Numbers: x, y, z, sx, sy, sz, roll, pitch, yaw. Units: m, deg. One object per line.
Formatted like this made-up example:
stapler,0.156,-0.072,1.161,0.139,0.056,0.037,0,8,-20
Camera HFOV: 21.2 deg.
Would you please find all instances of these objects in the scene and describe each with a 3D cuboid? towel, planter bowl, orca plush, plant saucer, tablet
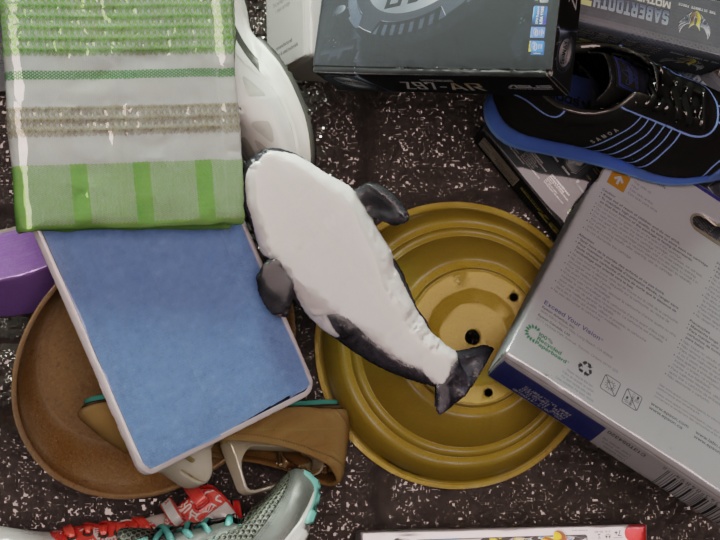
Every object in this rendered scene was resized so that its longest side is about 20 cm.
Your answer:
towel,-0.147,-0.124,1.181,0.148,0.031,0.201,-2,86,-20
planter bowl,0.070,0.047,1.302,0.199,0.083,0.202,1,84,-5
orca plush,0.000,0.000,1.237,0.199,0.071,0.106,33,91,-7
plant saucer,-0.139,0.055,1.264,0.199,0.035,0.201,-14,121,-24
tablet,-0.121,0.012,1.198,0.130,0.014,0.201,-25,96,-23

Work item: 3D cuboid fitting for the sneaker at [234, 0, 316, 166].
sneaker,-0.114,-0.123,1.246,0.115,0.076,0.201,-22,84,-32

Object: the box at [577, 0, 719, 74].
box,0.164,-0.230,1.286,0.199,0.051,0.159,10,80,-17

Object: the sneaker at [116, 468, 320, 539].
sneaker,-0.112,0.188,1.212,0.200,0.078,0.091,-43,95,-7

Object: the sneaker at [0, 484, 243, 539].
sneaker,-0.148,0.181,1.274,0.200,0.067,0.108,24,86,-7

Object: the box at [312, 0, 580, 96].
box,0.062,-0.212,1.205,0.159,0.044,0.201,4,80,23

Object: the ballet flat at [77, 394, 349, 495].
ballet flat,-0.089,0.114,1.252,0.199,0.069,0.063,4,74,-33

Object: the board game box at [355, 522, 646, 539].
board game box,0.097,0.238,1.310,0.199,0.035,0.127,-1,85,-6

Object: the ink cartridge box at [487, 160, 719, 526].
ink cartridge box,0.208,0.040,1.273,0.196,0.043,0.200,33,58,-2

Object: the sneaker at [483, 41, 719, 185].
sneaker,0.184,-0.107,1.266,0.199,0.078,0.071,5,65,-16

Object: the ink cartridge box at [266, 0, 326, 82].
ink cartridge box,0.013,-0.232,1.309,0.146,0.083,0.201,2,84,-23

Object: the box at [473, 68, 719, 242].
box,0.201,-0.068,1.343,0.158,0.051,0.200,-40,88,-8

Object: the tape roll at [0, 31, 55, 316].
tape roll,-0.237,-0.074,1.266,0.199,0.066,0.201,0,69,1
